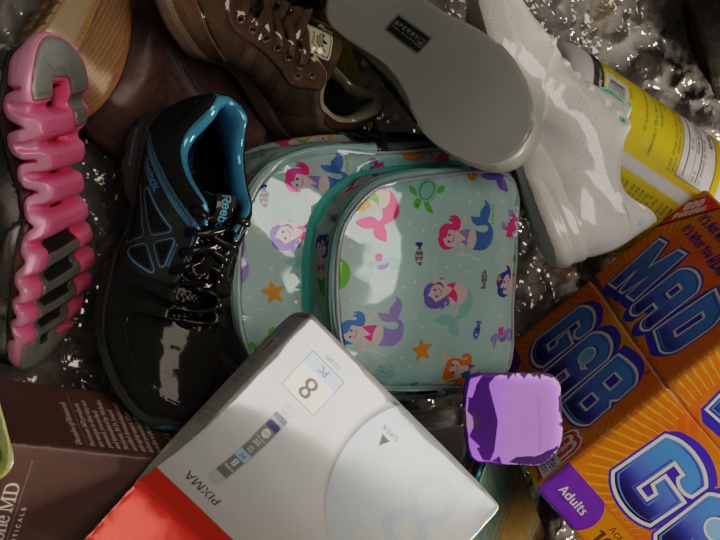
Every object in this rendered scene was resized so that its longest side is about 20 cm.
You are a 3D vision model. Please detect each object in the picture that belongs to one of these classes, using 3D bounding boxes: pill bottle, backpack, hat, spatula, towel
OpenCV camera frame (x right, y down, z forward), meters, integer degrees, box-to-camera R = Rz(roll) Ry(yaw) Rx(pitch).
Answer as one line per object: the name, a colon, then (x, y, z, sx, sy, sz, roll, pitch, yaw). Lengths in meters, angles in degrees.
pill bottle: (0.190, -0.069, 1.204, 0.200, 0.112, 0.113, 30, 69, -23)
backpack: (0.000, 0.000, 1.066, 0.200, 0.151, 0.178, 0, 97, -22)
hat: (0.294, -0.175, 1.288, 0.081, 0.201, 0.201, -32, 101, 11)
spatula: (0.023, 0.089, 1.003, 0.200, 0.021, 0.057, -1, 76, -2)
towel: (0.073, 0.194, 1.081, 0.147, 0.022, 0.200, -64, 155, -21)

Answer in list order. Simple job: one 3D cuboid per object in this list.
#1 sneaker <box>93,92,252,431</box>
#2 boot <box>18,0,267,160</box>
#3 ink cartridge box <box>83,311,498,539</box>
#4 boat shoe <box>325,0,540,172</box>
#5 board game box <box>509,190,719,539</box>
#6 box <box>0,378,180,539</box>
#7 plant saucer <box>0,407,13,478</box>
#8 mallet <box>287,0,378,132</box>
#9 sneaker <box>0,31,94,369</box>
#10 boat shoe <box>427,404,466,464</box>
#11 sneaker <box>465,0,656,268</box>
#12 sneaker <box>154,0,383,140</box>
sneaker: (-0.105, -0.009, 0.976, 0.073, 0.082, 0.200, 10, 72, -35)
boot: (-0.117, -0.151, 1.082, 0.166, 0.072, 0.200, 47, 59, -31)
ink cartridge box: (-0.045, 0.149, 0.941, 0.160, 0.047, 0.200, 46, 77, -14)
boat shoe: (0.054, -0.122, 1.061, 0.071, 0.200, 0.064, -42, 142, 3)
board game box: (0.232, 0.107, 1.105, 0.200, 0.200, 0.200, -39, 108, 7)
box: (-0.133, 0.132, 0.989, 0.200, 0.075, 0.100, 10, 114, -27)
plant saucer: (-0.299, 0.036, 0.906, 0.200, 0.048, 0.200, -15, 90, 3)
mallet: (0.001, -0.133, 1.153, 0.066, 0.041, 0.200, -29, 102, -32)
sneaker: (-0.214, -0.042, 1.000, 0.079, 0.095, 0.200, -22, 116, -69)
boat shoe: (0.041, 0.190, 1.110, 0.068, 0.072, 0.200, 38, 57, -43)
sneaker: (0.130, -0.107, 1.091, 0.088, 0.075, 0.200, -19, 88, -4)
sneaker: (-0.053, -0.149, 1.050, 0.200, 0.075, 0.071, 43, 47, -54)
